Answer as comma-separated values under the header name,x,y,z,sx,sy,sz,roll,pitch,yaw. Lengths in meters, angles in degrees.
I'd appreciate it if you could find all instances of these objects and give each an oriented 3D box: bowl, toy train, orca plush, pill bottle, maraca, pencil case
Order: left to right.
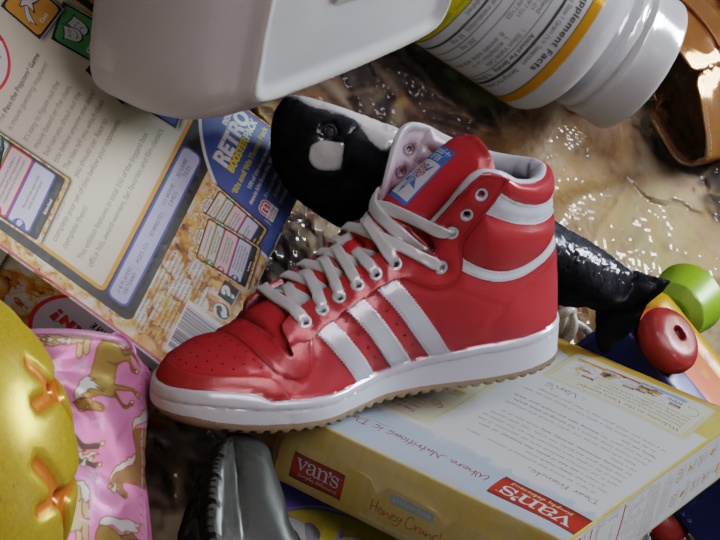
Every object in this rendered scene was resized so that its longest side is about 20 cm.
name,x,y,z,sx,sy,sz,roll,pitch,yaw
maraca,-0.160,0.096,1.142,0.106,0.137,0.201,-1,74,-14
pencil case,-0.125,0.121,1.247,0.086,0.083,0.201,14,59,-38
bowl,-0.018,-0.159,1.321,0.200,0.200,0.075,-24,51,-39
orca plush,0.039,-0.005,1.384,0.200,0.105,0.071,32,74,-25
pill bottle,0.065,-0.156,1.506,0.200,0.109,0.110,32,52,-19
toy train,0.143,0.029,1.492,0.200,0.085,0.116,50,38,-4

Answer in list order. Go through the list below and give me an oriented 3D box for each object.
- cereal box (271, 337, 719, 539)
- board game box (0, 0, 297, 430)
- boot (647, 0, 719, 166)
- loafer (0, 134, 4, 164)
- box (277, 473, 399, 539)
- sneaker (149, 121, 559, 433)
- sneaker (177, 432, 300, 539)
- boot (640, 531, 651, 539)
name,x,y,z,sx,sy,sz,roll,pitch,yaw
cereal box,0.068,0.079,1.350,0.143,0.040,0.200,24,24,23
board game box,-0.131,-0.047,1.350,0.200,0.046,0.152,37,50,-15
boot,0.194,-0.157,1.623,0.154,0.074,0.201,-20,80,-40
loafer,-0.240,-0.070,1.236,0.200,0.068,0.071,27,91,7
box,-0.020,0.193,1.275,0.117,0.048,0.201,16,61,3
sneaker,0.000,0.000,1.286,0.199,0.071,0.113,-12,118,-29
sneaker,-0.029,0.163,1.233,0.090,0.076,0.201,0,65,-18
boot,0.060,0.141,1.383,0.131,0.070,0.201,21,49,-15
